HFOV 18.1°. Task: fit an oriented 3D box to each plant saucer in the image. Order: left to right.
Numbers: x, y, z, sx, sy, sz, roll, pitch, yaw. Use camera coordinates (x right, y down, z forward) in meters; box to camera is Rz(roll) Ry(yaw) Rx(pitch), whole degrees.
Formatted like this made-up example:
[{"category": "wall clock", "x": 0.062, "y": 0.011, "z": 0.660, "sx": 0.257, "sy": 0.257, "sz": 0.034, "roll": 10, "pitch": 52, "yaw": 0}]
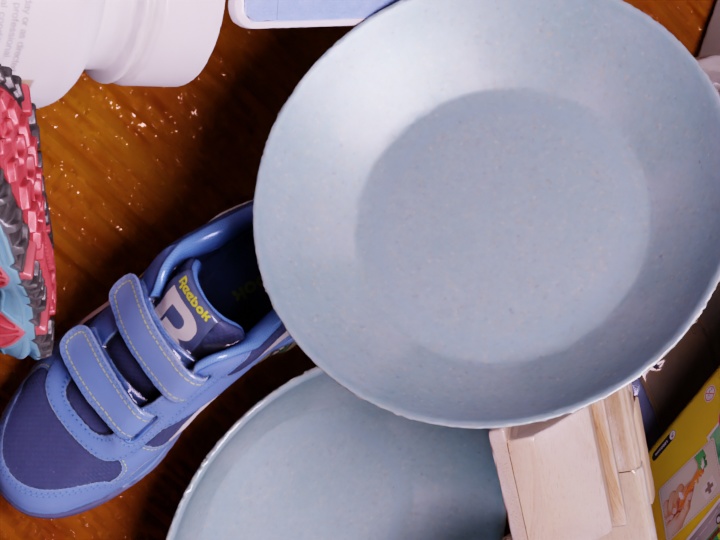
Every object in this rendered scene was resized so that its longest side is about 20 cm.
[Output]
[{"category": "plant saucer", "x": -0.019, "y": 0.130, "z": 1.102, "sx": 0.200, "sy": 0.039, "sz": 0.202, "roll": -13, "pitch": 114, "yaw": -31}, {"category": "plant saucer", "x": 0.057, "y": -0.025, "z": 0.930, "sx": 0.201, "sy": 0.201, "sz": 0.039, "roll": -49, "pitch": 156, "yaw": -9}]

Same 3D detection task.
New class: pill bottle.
[{"category": "pill bottle", "x": -0.162, "y": -0.123, "z": 0.918, "sx": 0.199, "sy": 0.114, "sz": 0.115, "roll": 0, "pitch": 104, "yaw": -30}]

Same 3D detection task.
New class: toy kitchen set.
[{"category": "toy kitchen set", "x": 0.152, "y": 0.043, "z": 0.978, "sx": 0.179, "sy": 0.163, "sz": 0.201, "roll": -8, "pitch": 112, "yaw": 13}]

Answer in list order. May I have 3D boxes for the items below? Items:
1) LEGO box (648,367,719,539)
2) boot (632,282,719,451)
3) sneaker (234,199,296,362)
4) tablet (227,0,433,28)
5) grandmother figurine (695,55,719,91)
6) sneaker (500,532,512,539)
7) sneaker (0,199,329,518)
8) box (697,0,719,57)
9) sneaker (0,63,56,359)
[{"category": "LEGO box", "x": 0.218, "y": 0.098, "z": 1.052, "sx": 0.077, "sy": 0.149, "sz": 0.200, "roll": 19, "pitch": 126, "yaw": -22}, {"category": "boot", "x": 0.152, "y": 0.038, "z": 1.170, "sx": 0.097, "sy": 0.075, "sz": 0.201, "roll": -34, "pitch": 120, "yaw": -21}, {"category": "sneaker", "x": 0.000, "y": 0.000, "z": 1.062, "sx": 0.199, "sy": 0.089, "sz": 0.077, "roll": -24, "pitch": 115, "yaw": -22}, {"category": "tablet", "x": 0.007, "y": -0.201, "z": 0.939, "sx": 0.129, "sy": 0.014, "sz": 0.201, "roll": -5, "pitch": 108, "yaw": -29}, {"category": "grandmother figurine", "x": 0.123, "y": -0.023, "z": 1.108, "sx": 0.060, "sy": 0.121, "sz": 0.200, "roll": 18, "pitch": 116, "yaw": -49}, {"category": "sneaker", "x": 0.114, "y": 0.179, "z": 1.111, "sx": 0.070, "sy": 0.108, "sz": 0.200, "roll": -64, "pitch": 162, "yaw": 14}, {"category": "sneaker", "x": -0.087, "y": 0.032, "z": 0.990, "sx": 0.200, "sy": 0.082, "sz": 0.074, "roll": -40, "pitch": 81, "yaw": 3}, {"category": "box", "x": 0.275, "y": -0.081, "z": 1.132, "sx": 0.127, "sy": 0.200, "sz": 0.110, "roll": 17, "pitch": 94, "yaw": -32}, {"category": "sneaker", "x": -0.174, "y": -0.014, "z": 0.915, "sx": 0.095, "sy": 0.080, "sz": 0.200, "roll": -3, "pitch": 152, "yaw": -5}]
